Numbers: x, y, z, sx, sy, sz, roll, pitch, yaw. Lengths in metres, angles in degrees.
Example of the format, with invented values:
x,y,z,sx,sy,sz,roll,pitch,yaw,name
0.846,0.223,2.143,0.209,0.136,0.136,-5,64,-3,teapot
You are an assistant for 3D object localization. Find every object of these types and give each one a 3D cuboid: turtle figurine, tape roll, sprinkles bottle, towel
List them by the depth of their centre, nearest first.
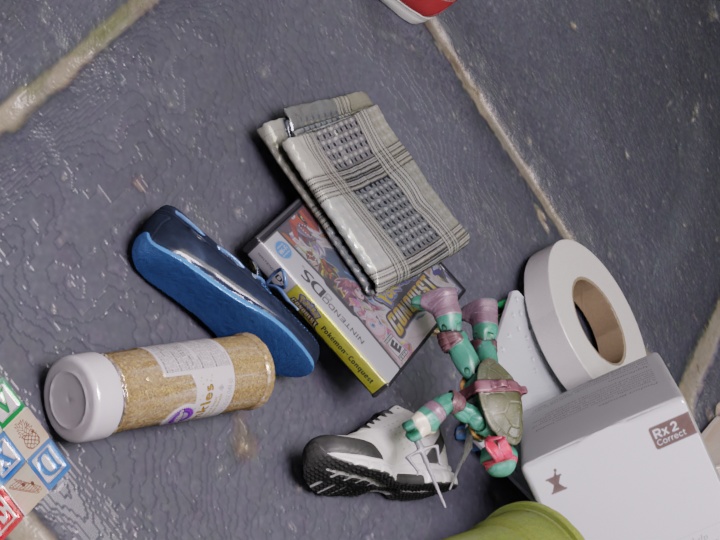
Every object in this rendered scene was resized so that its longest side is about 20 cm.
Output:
x,y,z,sx,sy,sz,roll,pitch,yaw,name
-0.159,0.092,1.258,0.199,0.068,0.069,-6,79,-49,sprinkles bottle
0.103,0.120,1.414,0.150,0.100,0.202,35,43,-59,turtle figurine
0.009,-0.084,1.496,0.201,0.035,0.192,55,36,7,towel
0.253,0.064,1.725,0.202,0.037,0.204,38,37,-36,tape roll

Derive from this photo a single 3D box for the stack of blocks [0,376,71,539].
x,y,z,sx,sy,sz,roll,pitch,yaw,name
-0.306,0.159,1.072,0.116,0.058,0.200,56,42,-14,stack of blocks

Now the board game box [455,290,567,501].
x,y,z,sx,sy,sz,roll,pitch,yaw,name
0.190,0.157,1.653,0.200,0.026,0.201,46,45,-25,board game box

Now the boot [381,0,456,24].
x,y,z,sx,sy,sz,roll,pitch,yaw,name
0.051,-0.337,1.615,0.199,0.144,0.073,21,61,-40,boot

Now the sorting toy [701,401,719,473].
x,y,z,sx,sy,sz,roll,pitch,yaw,name
0.448,0.282,1.857,0.200,0.106,0.181,-34,119,-49,sorting toy

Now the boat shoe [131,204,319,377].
x,y,z,sx,sy,sz,roll,pitch,yaw,name
-0.104,0.014,1.343,0.200,0.084,0.069,45,42,-29,boat shoe

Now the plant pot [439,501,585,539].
x,y,z,sx,sy,sz,roll,pitch,yaw,name
0.088,0.313,1.367,0.183,0.200,0.202,-1,74,-37,plant pot

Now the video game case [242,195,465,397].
x,y,z,sx,sy,sz,roll,pitch,yaw,name
0.000,0.000,1.461,0.181,0.025,0.200,48,37,-3,video game case

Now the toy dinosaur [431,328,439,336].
x,y,z,sx,sy,sz,roll,pitch,yaw,name
-0.002,0.049,1.473,0.199,0.047,0.089,25,50,-35,toy dinosaur

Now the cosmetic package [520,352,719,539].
x,y,z,sx,sy,sz,roll,pitch,yaw,name
0.259,0.203,1.506,0.166,0.164,0.200,64,9,-6,cosmetic package

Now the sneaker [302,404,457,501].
x,y,z,sx,sy,sz,roll,pitch,yaw,name
0.012,0.164,1.425,0.199,0.073,0.081,17,58,-53,sneaker
